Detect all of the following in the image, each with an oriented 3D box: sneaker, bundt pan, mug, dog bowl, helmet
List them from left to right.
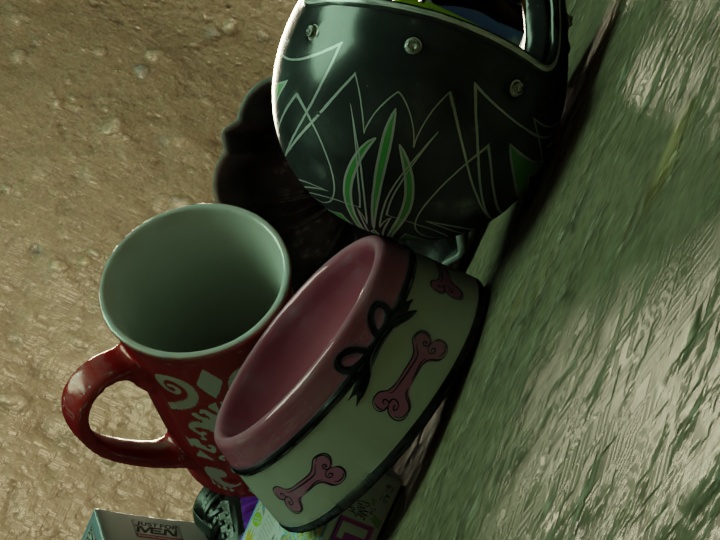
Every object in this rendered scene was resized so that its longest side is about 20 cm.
[{"bbox_3d":[-0.118,0.069,1.484,0.200,0.177,0.134,75,-177,-52],"label":"mug"},{"bbox_3d":[-0.086,0.207,1.581,0.200,0.099,0.070,-67,-10,-52],"label":"sneaker"},{"bbox_3d":[-0.014,0.063,1.301,0.200,0.074,0.200,-48,15,17],"label":"dog bowl"},{"bbox_3d":[-0.002,-0.061,1.519,0.202,0.202,0.076,-65,-15,15],"label":"bundt pan"},{"bbox_3d":[0.036,-0.113,1.282,0.200,0.200,0.191,118,174,-49],"label":"helmet"}]

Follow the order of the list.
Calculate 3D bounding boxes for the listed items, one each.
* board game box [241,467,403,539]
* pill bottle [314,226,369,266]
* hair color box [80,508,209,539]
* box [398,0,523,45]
[{"bbox_3d":[-0.033,0.170,1.385,0.135,0.034,0.200,-66,13,4],"label":"board game box"},{"bbox_3d":[0.000,0.000,1.625,0.200,0.112,0.112,-62,4,8],"label":"pill bottle"},{"bbox_3d":[-0.146,0.270,1.556,0.061,0.099,0.200,-64,29,27],"label":"hair color box"},{"bbox_3d":[0.082,-0.188,1.599,0.048,0.122,0.200,120,173,-54],"label":"box"}]
